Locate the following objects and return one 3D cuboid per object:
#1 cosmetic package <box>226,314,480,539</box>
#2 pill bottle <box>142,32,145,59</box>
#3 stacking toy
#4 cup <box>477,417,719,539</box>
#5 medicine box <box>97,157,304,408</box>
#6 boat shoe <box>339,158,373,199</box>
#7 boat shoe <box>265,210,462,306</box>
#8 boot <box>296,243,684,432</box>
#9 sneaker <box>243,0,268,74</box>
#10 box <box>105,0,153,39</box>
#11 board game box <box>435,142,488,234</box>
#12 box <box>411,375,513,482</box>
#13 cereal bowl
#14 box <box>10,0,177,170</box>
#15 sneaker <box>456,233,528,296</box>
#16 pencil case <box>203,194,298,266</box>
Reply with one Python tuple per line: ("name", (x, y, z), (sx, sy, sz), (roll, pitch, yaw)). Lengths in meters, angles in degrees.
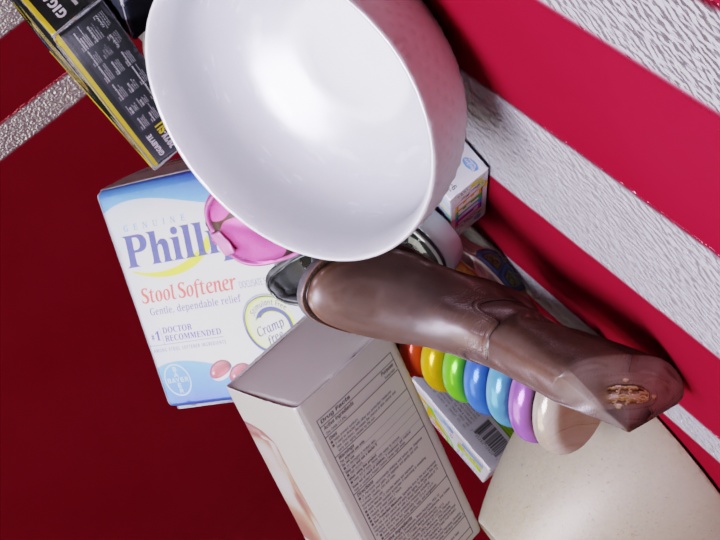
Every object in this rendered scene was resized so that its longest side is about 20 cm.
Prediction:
("cosmetic package", (-0.003, 0.139, 1.332), (0.087, 0.103, 0.200), (12, 133, 48))
("pill bottle", (-0.119, -0.178, 1.518), (0.113, 0.113, 0.200), (49, 176, 15))
("stacking toy", (0.076, 0.063, 1.299), (0.200, 0.085, 0.085), (18, 157, 34))
("cup", (0.175, 0.183, 1.373), (0.200, 0.143, 0.200), (49, 176, 5))
("medicine box", (-0.097, -0.002, 1.518), (0.182, 0.103, 0.200), (-10, 105, 37))
("boat shoe", (-0.011, -0.063, 1.187), (0.063, 0.074, 0.201), (43, -179, -8))
("boat shoe", (0.000, 0.000, 1.294), (0.072, 0.071, 0.200), (51, 153, -13))
("boot", (0.081, 0.044, 1.131), (0.186, 0.064, 0.200), (5, -164, -31))
("sneaker", (-0.052, -0.164, 1.118), (0.078, 0.066, 0.200), (-105, 4, -51))
("box", (-0.182, -0.283, 1.260), (0.200, 0.117, 0.197), (50, 176, -4))
("board game box", (0.010, -0.117, 1.241), (0.200, 0.034, 0.134), (50, 175, 11))
("box", (0.119, 0.119, 1.674), (0.113, 0.101, 0.200), (50, 176, 9))
("cereal bowl", (-0.021, -0.108, 1.031), (0.200, 0.083, 0.200), (24, 135, 26))
("box", (-0.213, -0.182, 1.343), (0.160, 0.049, 0.200), (49, 176, 28))
("sneaker", (0.037, -0.014, 1.359), (0.088, 0.075, 0.200), (-24, 109, 42))
("pencil case", (-0.067, -0.088, 1.352), (0.091, 0.094, 0.200), (59, -157, -31))
